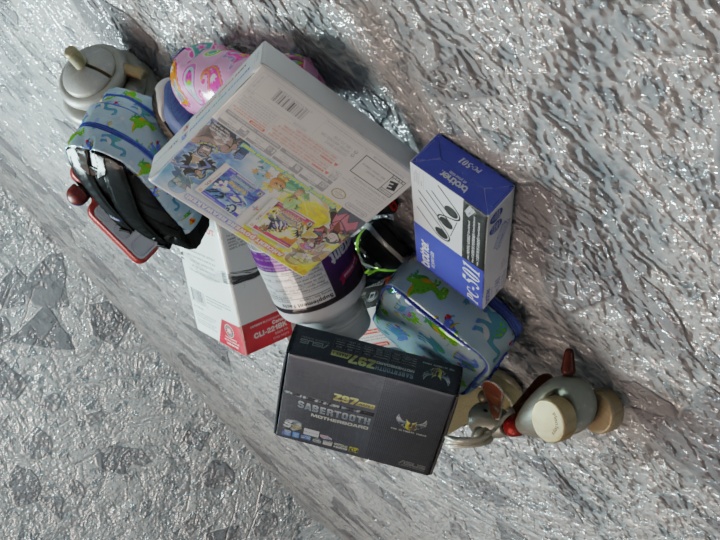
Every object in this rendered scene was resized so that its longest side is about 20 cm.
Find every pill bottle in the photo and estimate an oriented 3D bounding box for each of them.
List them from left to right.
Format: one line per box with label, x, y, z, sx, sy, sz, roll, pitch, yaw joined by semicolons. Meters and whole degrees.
pill bottle;-0.059;-0.010;1.232;0.111;0.111;0.201;19;138;52

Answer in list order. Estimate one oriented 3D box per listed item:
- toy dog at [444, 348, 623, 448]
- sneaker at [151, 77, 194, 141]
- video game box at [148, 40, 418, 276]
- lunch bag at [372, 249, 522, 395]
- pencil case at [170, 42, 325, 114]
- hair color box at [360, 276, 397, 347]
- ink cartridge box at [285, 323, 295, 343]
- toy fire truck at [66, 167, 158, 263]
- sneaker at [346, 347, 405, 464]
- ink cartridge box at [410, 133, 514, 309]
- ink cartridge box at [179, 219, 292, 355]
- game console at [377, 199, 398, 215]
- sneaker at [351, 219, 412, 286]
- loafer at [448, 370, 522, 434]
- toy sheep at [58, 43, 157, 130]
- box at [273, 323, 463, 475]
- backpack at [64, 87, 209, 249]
toy dog;0.191;0.140;1.213;0.199;0.097;0.132;-9;175;33
sneaker;-0.159;-0.151;1.267;0.200;0.076;0.077;46;140;-20
video game box;-0.073;-0.101;1.060;0.200;0.047;0.182;33;124;-28
lunch bag;0.098;0.063;1.257;0.161;0.083;0.200;39;164;8
pencil case;-0.121;-0.194;1.133;0.200;0.087;0.088;21;153;50
hair color box;0.039;0.100;1.457;0.101;0.061;0.200;-11;131;33
ink cartridge box;-0.099;0.063;1.640;0.117;0.067;0.200;53;175;21
toy fire truck;-0.344;-0.132;1.618;0.200;0.168;0.112;45;162;-10
sneaker;0.032;0.136;1.355;0.079;0.130;0.200;10;133;6
ink cartridge box;0.100;-0.043;1.074;0.094;0.044;0.200;37;162;21
ink cartridge box;-0.179;-0.004;1.496;0.144;0.083;0.201;21;127;51
game console;-0.058;-0.124;1.251;0.177;0.031;0.200;49;162;-18
sneaker;0.000;0.000;1.326;0.072;0.083;0.200;43;162;-4
loafer;0.119;0.178;1.409;0.199;0.069;0.076;-15;131;36
toy sheep;-0.325;-0.230;1.421;0.138;0.138;0.200;32;164;30
box;0.005;0.151;1.250;0.199;0.051;0.158;14;134;1
backpack;-0.278;-0.128;1.338;0.163;0.154;0.200;23;174;25
